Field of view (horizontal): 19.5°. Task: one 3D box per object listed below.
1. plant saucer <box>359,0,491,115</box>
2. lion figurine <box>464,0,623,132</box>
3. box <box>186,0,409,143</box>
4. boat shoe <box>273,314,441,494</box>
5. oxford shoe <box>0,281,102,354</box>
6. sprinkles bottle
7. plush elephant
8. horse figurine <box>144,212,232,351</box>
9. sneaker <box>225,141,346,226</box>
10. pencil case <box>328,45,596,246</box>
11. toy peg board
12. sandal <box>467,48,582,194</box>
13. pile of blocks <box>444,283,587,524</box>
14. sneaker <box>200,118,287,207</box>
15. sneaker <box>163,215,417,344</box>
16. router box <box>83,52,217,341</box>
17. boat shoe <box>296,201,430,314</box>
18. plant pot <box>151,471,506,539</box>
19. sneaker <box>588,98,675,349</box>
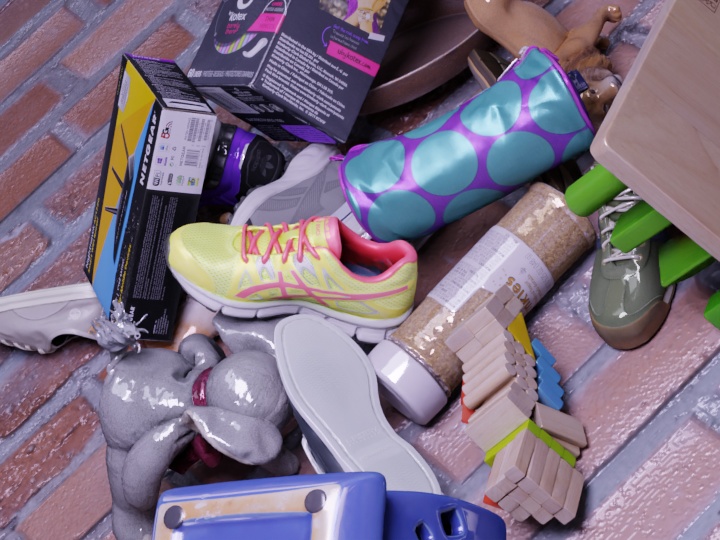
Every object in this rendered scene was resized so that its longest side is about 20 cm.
[{"bbox_3d":[0.038,-0.190,1.824,0.200,0.035,0.200,-23,23,10],"label":"plant saucer"},{"bbox_3d":[0.140,-0.195,1.700,0.200,0.073,0.123,37,55,6],"label":"lion figurine"},{"bbox_3d":[-0.042,-0.217,1.738,0.122,0.106,0.200,8,71,57],"label":"box"},{"bbox_3d":[-0.011,0.121,1.523,0.075,0.060,0.200,-11,54,-25],"label":"boat shoe"},{"bbox_3d":[-0.295,0.047,1.862,0.200,0.075,0.058,-8,92,34],"label":"oxford shoe"},{"bbox_3d":[0.090,0.024,1.581,0.200,0.068,0.068,-46,40,-10],"label":"sprinkles bottle"},{"bbox_3d":[-0.110,0.108,1.593,0.154,0.200,0.165,9,48,20],"label":"plush elephant"},{"bbox_3d":[-0.129,0.028,1.762,0.200,0.050,0.133,-40,33,1],"label":"horse figurine"},{"bbox_3d":[-0.053,-0.035,1.711,0.079,0.074,0.200,30,48,17],"label":"sneaker"},{"bbox_3d":[0.081,-0.093,1.597,0.200,0.085,0.093,-29,84,15],"label":"pencil case"},{"bbox_3d":[0.251,-0.073,1.476,0.098,0.200,0.199,-39,17,51],"label":"toy peg board"},{"bbox_3d":[0.125,-0.112,1.699,0.055,0.082,0.200,-47,42,24],"label":"sandal"},{"bbox_3d":[0.107,0.105,1.491,0.062,0.082,0.200,-42,38,32],"label":"pile of blocks"},{"bbox_3d":[-0.109,-0.080,1.817,0.200,0.099,0.070,158,129,-79],"label":"sneaker"},{"bbox_3d":[-0.047,-0.012,1.578,0.199,0.090,0.078,11,44,-12],"label":"sneaker"},{"bbox_3d":[-0.177,-0.062,1.729,0.149,0.051,0.201,-129,49,-61],"label":"router box"},{"bbox_3d":[0.002,0.003,1.677,0.202,0.075,0.086,-44,47,-19],"label":"boat shoe"},{"bbox_3d":[-0.034,0.233,1.350,0.200,0.180,0.201,-8,64,31],"label":"plant pot"},{"bbox_3d":[0.196,-0.047,1.552,0.067,0.090,0.201,-6,49,32],"label":"sneaker"}]
